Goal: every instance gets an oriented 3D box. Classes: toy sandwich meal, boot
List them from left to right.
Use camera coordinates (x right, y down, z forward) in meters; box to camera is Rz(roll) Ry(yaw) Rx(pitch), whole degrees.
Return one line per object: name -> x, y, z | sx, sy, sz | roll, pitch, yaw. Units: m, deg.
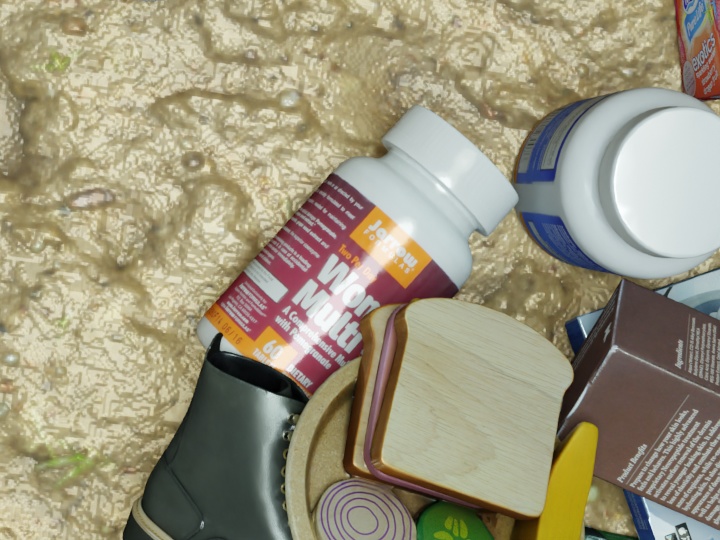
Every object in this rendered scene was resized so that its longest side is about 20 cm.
boot -> -0.030, 0.138, 0.840 | 0.199, 0.077, 0.139 | 25, 107, 10
toy sandwich meal -> 0.054, 0.114, 0.808 | 0.204, 0.070, 0.206 | 11, 61, -21

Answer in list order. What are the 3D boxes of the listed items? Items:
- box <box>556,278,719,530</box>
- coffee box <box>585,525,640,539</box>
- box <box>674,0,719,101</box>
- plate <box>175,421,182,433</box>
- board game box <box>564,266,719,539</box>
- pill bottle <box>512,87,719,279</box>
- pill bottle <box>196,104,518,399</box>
box -> 0.222, 0.097, 0.889 | 0.199, 0.075, 0.100 | 23, 130, -3
coffee box -> 0.163, 0.278, 0.993 | 0.122, 0.044, 0.201 | 13, 91, -7
box -> 0.313, -0.168, 0.960 | 0.198, 0.100, 0.096 | -7, 94, -6
plate -> -0.062, 0.216, 0.969 | 0.199, 0.032, 0.201 | 24, 91, -8
board game box -> 0.260, 0.096, 0.974 | 0.198, 0.043, 0.201 | -18, 84, -8
pill bottle -> 0.164, -0.052, 0.897 | 0.111, 0.200, 0.113 | 0, 94, -7
pill bottle -> 0.000, 0.000, 0.926 | 0.109, 0.110, 0.200 | 42, 88, -7
